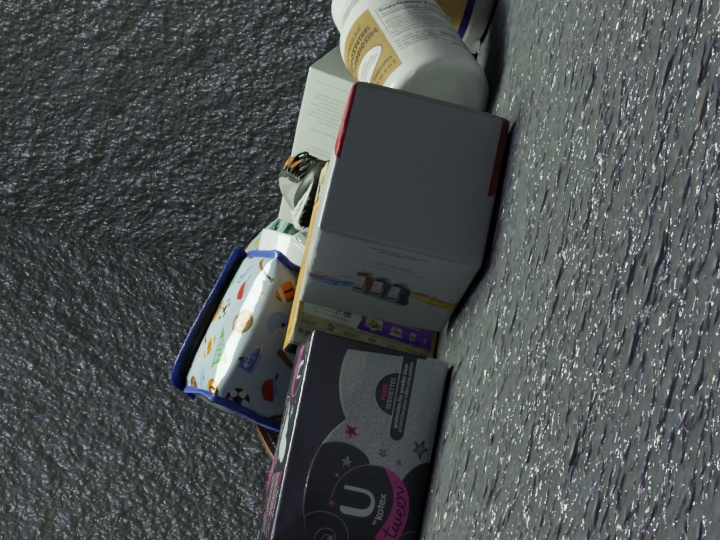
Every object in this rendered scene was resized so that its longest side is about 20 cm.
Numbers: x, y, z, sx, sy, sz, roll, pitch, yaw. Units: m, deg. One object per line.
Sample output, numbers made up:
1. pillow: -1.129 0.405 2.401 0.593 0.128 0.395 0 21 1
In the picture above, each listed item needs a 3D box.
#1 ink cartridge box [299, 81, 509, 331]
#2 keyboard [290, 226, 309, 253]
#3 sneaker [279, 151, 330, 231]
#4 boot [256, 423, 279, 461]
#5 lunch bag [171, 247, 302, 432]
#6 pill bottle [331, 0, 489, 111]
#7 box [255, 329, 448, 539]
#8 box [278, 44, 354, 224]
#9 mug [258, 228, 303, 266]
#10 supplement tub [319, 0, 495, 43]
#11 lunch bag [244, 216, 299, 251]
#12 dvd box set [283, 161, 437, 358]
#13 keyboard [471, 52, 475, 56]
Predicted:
1. ink cartridge box: 0.035 -0.051 1.479 0.200 0.144 0.145 113 169 -71
2. keyboard: 0.000 0.000 1.730 0.200 0.056 0.011 42 150 43
3. sneaker: -0.057 -0.094 1.806 0.079 0.074 0.200 59 170 1
4. boot: -0.046 0.233 1.703 0.200 0.075 0.097 40 138 39
5. lunch bag: -0.108 0.069 1.696 0.170 0.124 0.200 -64 17 -7
6. pill bottle: 0.043 -0.220 1.666 0.200 0.114 0.114 -117 33 -44
7. box: -0.008 0.169 1.471 0.115 0.132 0.200 135 148 -76
8. box: -0.005 -0.141 1.915 0.097 0.124 0.200 -48 -24 -58
9. mug: -0.051 0.054 1.867 0.149 0.186 0.153 15 84 49
10. supplement tub: 0.050 -0.338 1.804 0.145 0.200 0.146 -167 90 -86
11. lunch bag: -0.122 0.022 2.000 0.200 0.077 0.160 -61 10 -30
12. dvd box set: 0.013 0.005 1.614 0.029 0.146 0.200 135 149 -61
13. keyboard: 0.078 -0.151 1.869 0.127 0.021 0.200 125 170 -80
